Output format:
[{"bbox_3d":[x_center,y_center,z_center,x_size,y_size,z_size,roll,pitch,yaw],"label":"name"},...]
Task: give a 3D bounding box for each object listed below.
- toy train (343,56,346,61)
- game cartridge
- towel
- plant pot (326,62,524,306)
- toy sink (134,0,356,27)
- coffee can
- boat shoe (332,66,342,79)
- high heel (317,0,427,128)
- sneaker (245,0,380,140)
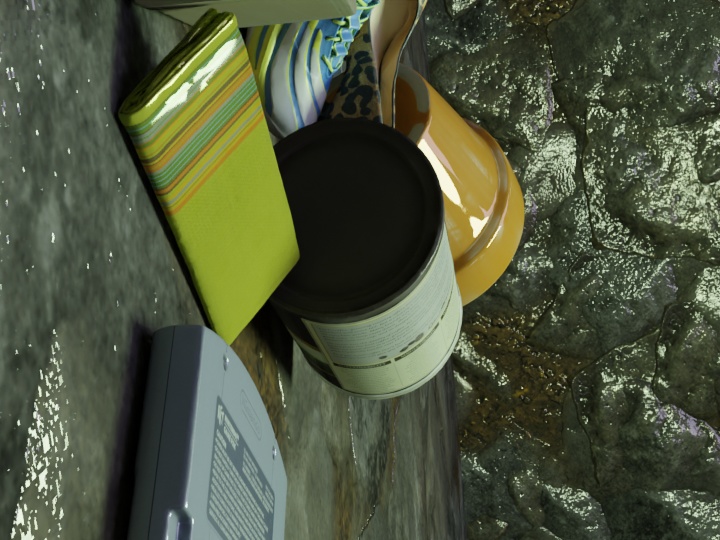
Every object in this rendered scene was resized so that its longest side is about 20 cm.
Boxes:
[{"bbox_3d":[-0.018,-0.271,0.916,0.115,0.086,0.201,-49,137,-11],"label":"toy train"},{"bbox_3d":[-0.079,0.122,0.604,0.201,0.041,0.135,74,10,-55],"label":"game cartridge"},{"bbox_3d":[-0.081,-0.045,0.625,0.086,0.018,0.202,-50,150,-27],"label":"towel"},{"bbox_3d":[0.035,-0.087,1.004,0.184,0.196,0.204,53,32,-54],"label":"plant pot"},{"bbox_3d":[-0.066,-0.208,0.588,0.200,0.110,0.133,-73,158,-81],"label":"toy sink"},{"bbox_3d":[0.000,0.000,0.823,0.201,0.143,0.149,68,20,-66],"label":"coffee can"},{"bbox_3d":[-0.029,-0.254,1.031,0.075,0.061,0.204,-75,160,-71],"label":"boat shoe"},{"bbox_3d":[0.033,-0.177,0.860,0.071,0.201,0.142,39,1,-43],"label":"high heel"},{"bbox_3d":[-0.024,-0.195,0.796,0.075,0.104,0.204,-1,96,-48],"label":"sneaker"}]
